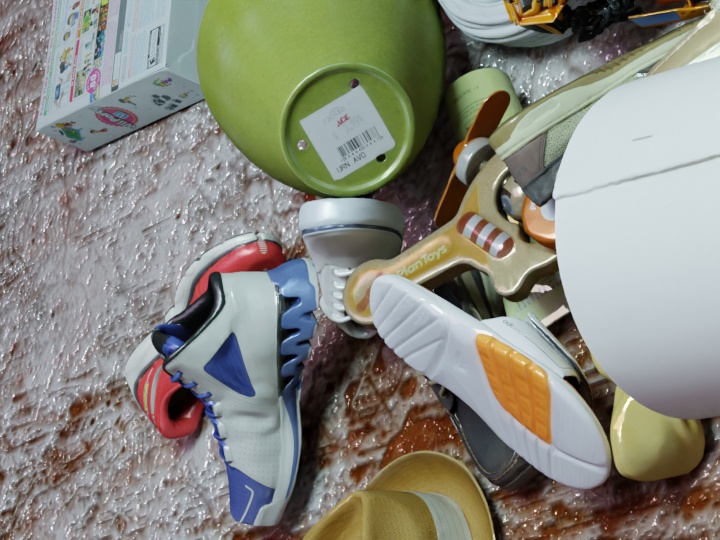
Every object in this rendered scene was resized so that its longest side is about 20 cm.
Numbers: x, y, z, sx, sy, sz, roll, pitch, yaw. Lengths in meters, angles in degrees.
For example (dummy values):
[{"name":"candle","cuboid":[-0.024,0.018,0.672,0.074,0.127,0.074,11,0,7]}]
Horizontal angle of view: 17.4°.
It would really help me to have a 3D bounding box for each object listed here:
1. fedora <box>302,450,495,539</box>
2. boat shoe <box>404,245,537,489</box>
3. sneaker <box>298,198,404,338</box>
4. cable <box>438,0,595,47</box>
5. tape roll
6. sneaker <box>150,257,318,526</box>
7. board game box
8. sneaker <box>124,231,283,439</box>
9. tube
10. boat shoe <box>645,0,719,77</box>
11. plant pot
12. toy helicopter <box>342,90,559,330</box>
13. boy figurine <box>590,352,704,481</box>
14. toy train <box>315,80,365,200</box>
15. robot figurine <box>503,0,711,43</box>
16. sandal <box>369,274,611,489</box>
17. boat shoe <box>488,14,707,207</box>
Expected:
[{"name":"fedora","cuboid":[0.008,0.215,1.595,0.200,0.081,0.202,-26,55,44]},{"name":"boat shoe","cuboid":[0.067,0.063,1.595,0.075,0.073,0.201,-49,41,28]},{"name":"sneaker","cuboid":[0.000,0.000,1.648,0.072,0.200,0.071,-4,75,9]},{"name":"cable","cuboid":[0.127,-0.253,1.663,0.200,0.069,0.201,-48,42,27]},{"name":"tape roll","cuboid":[0.225,-0.023,1.318,0.139,0.202,0.205,-14,64,50]},{"name":"sneaker","cuboid":[-0.100,0.082,1.731,0.081,0.114,0.201,-120,36,-68]},{"name":"board game box","cuboid":[-0.202,-0.207,2.081,0.199,0.064,0.149,-18,60,46]},{"name":"sneaker","cuboid":[-0.109,0.054,1.848,0.201,0.077,0.085,-55,49,31]},{"name":"tube","cuboid":[0.108,-0.049,1.615,0.058,0.051,0.201,106,153,-54]},{"name":"boat shoe","cuboid":[0.251,-0.163,1.422,0.199,0.074,0.067,-35,58,7]},{"name":"plant pot","cuboid":[-0.017,-0.127,1.644,0.188,0.186,0.200,-60,16,14]},{"name":"toy helicopter","cuboid":[0.071,-0.030,1.559,0.199,0.079,0.133,-30,60,15]},{"name":"boy figurine","cuboid":[0.191,0.031,1.455,0.124,0.064,0.202,-17,63,48]},{"name":"toy train","cuboid":[0.010,-0.136,1.794,0.046,0.034,0.202,23,93,58]},{"name":"robot figurine","cuboid":[0.163,-0.213,1.507,0.198,0.146,0.058,-9,32,25]},{"name":"sandal","cuboid":[0.093,0.054,1.496,0.206,0.059,0.080,38,142,29]},{"name":"boat shoe","cuboid":[0.179,-0.105,1.481,0.066,0.200,0.072,63,172,0]}]
